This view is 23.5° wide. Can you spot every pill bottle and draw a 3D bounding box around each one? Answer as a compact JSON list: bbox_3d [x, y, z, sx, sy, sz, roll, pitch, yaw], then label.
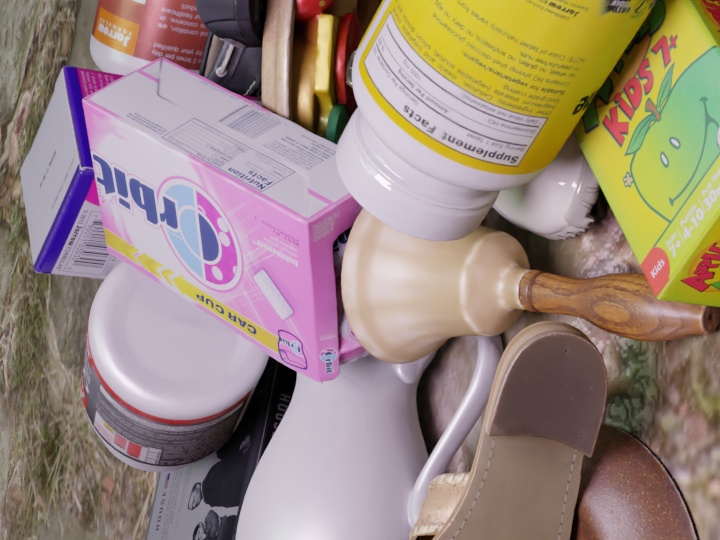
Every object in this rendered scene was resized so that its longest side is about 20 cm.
[{"bbox_3d":[-0.150,-0.208,1.366,0.112,0.112,0.201,43,122,57],"label":"pill bottle"},{"bbox_3d":[0.065,-0.112,0.828,0.200,0.112,0.113,-59,36,38],"label":"pill bottle"},{"bbox_3d":[-0.127,0.067,1.154,0.200,0.115,0.116,118,149,-67],"label":"pill bottle"}]

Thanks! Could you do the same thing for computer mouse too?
[{"bbox_3d":[-0.070,-0.145,1.066,0.200,0.046,0.141,-52,-35,-76],"label":"computer mouse"}]

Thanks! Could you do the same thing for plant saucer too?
[{"bbox_3d":[0.101,0.177,0.886,0.200,0.037,0.201,-19,68,59],"label":"plant saucer"}]

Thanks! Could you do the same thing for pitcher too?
[{"bbox_3d":[0.008,0.123,1.008,0.171,0.121,0.201,-18,56,44],"label":"pitcher"}]

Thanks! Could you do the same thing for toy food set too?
[{"bbox_3d":[-0.021,-0.125,1.079,0.200,0.048,0.199,-15,-72,-82],"label":"toy food set"}]

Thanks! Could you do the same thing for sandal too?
[{"bbox_3d":[0.067,0.121,0.871,0.070,0.077,0.212,-111,39,-75],"label":"sandal"}]

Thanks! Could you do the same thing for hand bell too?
[{"bbox_3d":[0.096,0.010,0.887,0.200,0.104,0.104,8,92,44],"label":"hand bell"}]

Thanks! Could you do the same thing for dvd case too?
[{"bbox_3d":[-0.105,0.145,1.266,0.200,0.025,0.151,-24,51,61],"label":"dvd case"}]

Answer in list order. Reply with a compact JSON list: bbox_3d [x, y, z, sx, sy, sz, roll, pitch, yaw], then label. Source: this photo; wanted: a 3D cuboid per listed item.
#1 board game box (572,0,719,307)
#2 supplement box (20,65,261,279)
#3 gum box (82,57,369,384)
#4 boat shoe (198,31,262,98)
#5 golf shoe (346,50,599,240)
[{"bbox_3d":[0.149,-0.090,0.836,0.102,0.047,0.200,-61,35,38],"label":"board game box"},{"bbox_3d":[-0.116,-0.056,1.175,0.101,0.200,0.104,-58,36,38],"label":"supplement box"},{"bbox_3d":[-0.067,-0.030,1.002,0.200,0.066,0.114,29,138,34],"label":"gum box"},{"bbox_3d":[-0.068,-0.216,1.200,0.076,0.060,0.201,-171,90,-70],"label":"boat shoe"},{"bbox_3d":[0.058,-0.075,0.957,0.200,0.097,0.079,41,119,56],"label":"golf shoe"}]
